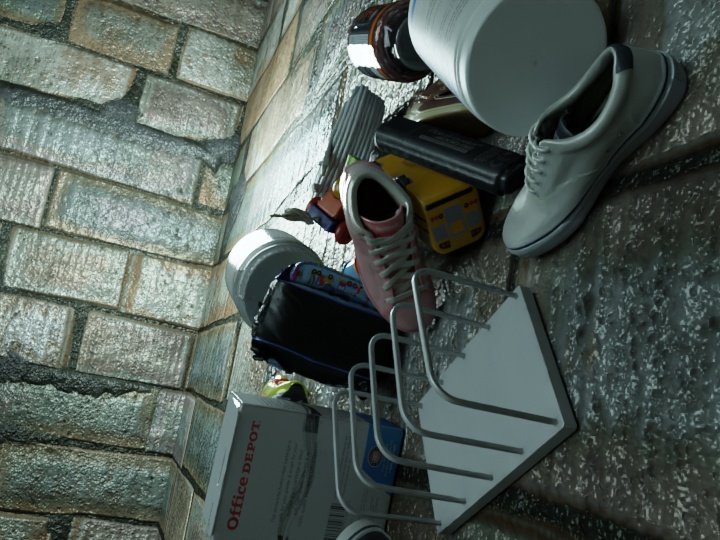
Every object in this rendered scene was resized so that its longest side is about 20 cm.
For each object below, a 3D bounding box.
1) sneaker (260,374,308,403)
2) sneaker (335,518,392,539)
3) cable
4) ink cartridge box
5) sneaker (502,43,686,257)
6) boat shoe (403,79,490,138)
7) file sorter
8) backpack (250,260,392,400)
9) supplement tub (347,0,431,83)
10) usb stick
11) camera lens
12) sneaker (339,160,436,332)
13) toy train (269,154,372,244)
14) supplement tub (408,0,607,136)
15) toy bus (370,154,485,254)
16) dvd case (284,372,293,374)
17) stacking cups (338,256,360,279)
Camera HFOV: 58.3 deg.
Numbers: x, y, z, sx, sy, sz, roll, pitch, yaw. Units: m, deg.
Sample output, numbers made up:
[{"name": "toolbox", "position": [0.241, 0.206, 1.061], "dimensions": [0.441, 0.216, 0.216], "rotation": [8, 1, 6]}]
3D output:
[{"name": "sneaker", "position": [-0.142, 0.221, 1.134], "dimensions": [0.200, 0.077, 0.092], "rotation": [132, 148, -54]}, {"name": "sneaker", "position": [0.024, 0.322, 0.575], "dimensions": [0.079, 0.077, 0.204], "rotation": [17, 121, 50]}, {"name": "cable", "position": [-0.019, -0.190, 1.018], "dimensions": [0.200, 0.068, 0.203], "rotation": [157, 135, -82]}, {"name": "ink cartridge box", "position": [-0.066, 0.231, 0.737], "dimensions": [0.083, 0.196, 0.148], "rotation": [-177, 101, -69]}, {"name": "sneaker", "position": [0.162, -0.093, 0.516], "dimensions": [0.074, 0.069, 0.201], "rotation": [-97, 29, -45]}, {"name": "boat shoe", "position": [0.101, -0.197, 0.756], "dimensions": [0.200, 0.071, 0.074], "rotation": [-149, 73, -75]}, {"name": "file sorter", "position": [0.064, 0.118, 0.571], "dimensions": [0.141, 0.122, 0.201], "rotation": [-96, 27, -44]}, {"name": "backpack", "position": [-0.053, 0.080, 0.858], "dimensions": [0.200, 0.179, 0.137], "rotation": [141, 148, -77]}, {"name": "supplement tub", "position": [0.052, -0.323, 0.914], "dimensions": [0.200, 0.105, 0.109], "rotation": [-132, 58, -65]}, {"name": "usb stick", "position": [0.089, -0.123, 0.670], "dimensions": [0.199, 0.055, 0.033], "rotation": [31, 142, 46]}, {"name": "camera lens", "position": [-0.141, 0.020, 1.086], "dimensions": [0.200, 0.157, 0.163], "rotation": [-148, 73, -68]}, {"name": "sneaker", "position": [0.030, -0.019, 0.686], "dimensions": [0.105, 0.074, 0.204], "rotation": [-126, 15, -81]}, {"name": "toy train", "position": [-0.025, -0.105, 0.872], "dimensions": [0.084, 0.198, 0.117], "rotation": [39, 107, 34]}, {"name": "supplement tub", "position": [0.127, -0.223, 0.608], "dimensions": [0.201, 0.129, 0.134], "rotation": [-107, 36, -56]}, {"name": "toy bus", "position": [0.069, -0.089, 0.744], "dimensions": [0.200, 0.064, 0.080], "rotation": [-132, 20, -66]}, {"name": "dvd case", "position": [-0.092, 0.096, 1.163], "dimensions": [0.200, 0.017, 0.146], "rotation": [141, 138, -58]}, {"name": "stacking cups", "position": [0.000, 0.000, 0.910], "dimensions": [0.200, 0.059, 0.062], "rotation": [132, 146, -54]}]
